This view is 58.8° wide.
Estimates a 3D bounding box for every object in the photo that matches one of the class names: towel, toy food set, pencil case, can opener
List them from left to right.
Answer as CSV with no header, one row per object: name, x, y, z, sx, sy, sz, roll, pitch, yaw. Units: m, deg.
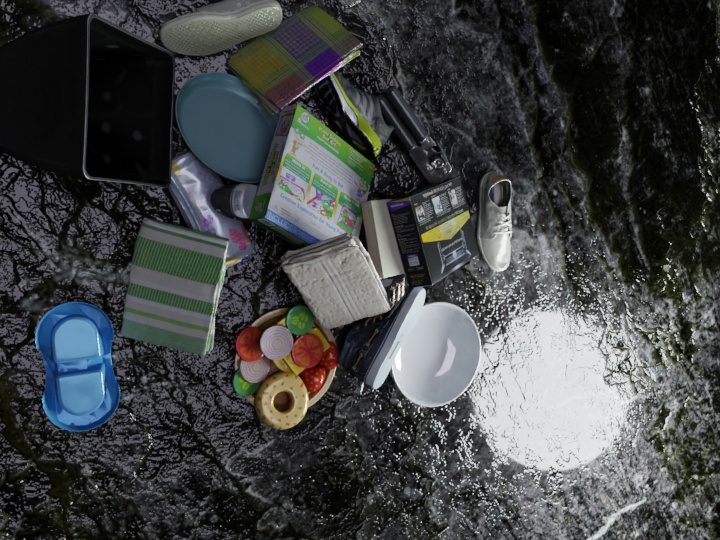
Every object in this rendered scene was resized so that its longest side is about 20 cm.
towel,-0.294,0.028,1.017,0.151,0.023,0.202,14,107,-1
pencil case,-0.252,-0.096,1.038,0.091,0.083,0.202,-35,109,-43
toy food set,-0.132,0.163,1.136,0.200,0.049,0.199,-40,109,-15
towel,-0.112,-0.357,1.069,0.200,0.023,0.144,-41,71,-15
towel,-0.038,0.021,1.051,0.131,0.035,0.201,-16,137,9
can opener,0.102,-0.255,1.201,0.053,0.067,0.201,-31,105,24

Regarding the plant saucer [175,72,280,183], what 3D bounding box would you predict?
plant saucer,-0.207,-0.227,1.033,0.199,0.027,0.202,19,57,-32

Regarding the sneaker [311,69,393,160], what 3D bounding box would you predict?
sneaker,-0.015,-0.298,1.137,0.081,0.074,0.201,-47,114,-27

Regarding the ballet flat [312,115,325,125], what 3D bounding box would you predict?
ballet flat,-0.091,-0.168,1.107,0.068,0.071,0.203,3,94,-26

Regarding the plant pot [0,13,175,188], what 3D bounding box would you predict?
plant pot,-0.391,-0.227,0.897,0.175,0.200,0.202,5,95,15

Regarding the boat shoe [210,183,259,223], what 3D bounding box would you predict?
boat shoe,-0.176,-0.109,1.033,0.056,0.200,0.070,4,90,13

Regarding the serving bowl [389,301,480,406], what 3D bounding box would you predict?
serving bowl,0.134,0.158,1.240,0.198,0.066,0.203,-2,96,-23

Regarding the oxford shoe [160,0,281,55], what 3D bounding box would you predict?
oxford shoe,-0.225,-0.401,1.029,0.198,0.075,0.058,-22,65,-12

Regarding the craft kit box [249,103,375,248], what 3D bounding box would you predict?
craft kit box,-0.071,-0.131,1.040,0.199,0.048,0.200,31,67,-41

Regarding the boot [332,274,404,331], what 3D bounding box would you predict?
boot,0.000,0.000,1.162,0.149,0.073,0.203,-11,103,-21

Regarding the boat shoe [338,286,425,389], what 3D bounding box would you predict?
boat shoe,0.036,0.104,1.149,0.202,0.090,0.071,-61,156,-1

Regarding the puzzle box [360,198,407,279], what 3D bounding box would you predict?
puzzle box,0.077,-0.062,1.155,0.199,0.025,0.135,-11,92,-53

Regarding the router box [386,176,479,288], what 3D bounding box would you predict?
router box,0.139,-0.075,1.172,0.199,0.052,0.159,-27,104,-51

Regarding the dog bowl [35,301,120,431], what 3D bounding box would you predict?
dog bowl,-0.441,0.146,1.000,0.110,0.049,0.203,-6,98,-22

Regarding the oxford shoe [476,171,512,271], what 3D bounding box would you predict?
oxford shoe,0.275,-0.096,1.281,0.074,0.058,0.203,-9,101,-25
